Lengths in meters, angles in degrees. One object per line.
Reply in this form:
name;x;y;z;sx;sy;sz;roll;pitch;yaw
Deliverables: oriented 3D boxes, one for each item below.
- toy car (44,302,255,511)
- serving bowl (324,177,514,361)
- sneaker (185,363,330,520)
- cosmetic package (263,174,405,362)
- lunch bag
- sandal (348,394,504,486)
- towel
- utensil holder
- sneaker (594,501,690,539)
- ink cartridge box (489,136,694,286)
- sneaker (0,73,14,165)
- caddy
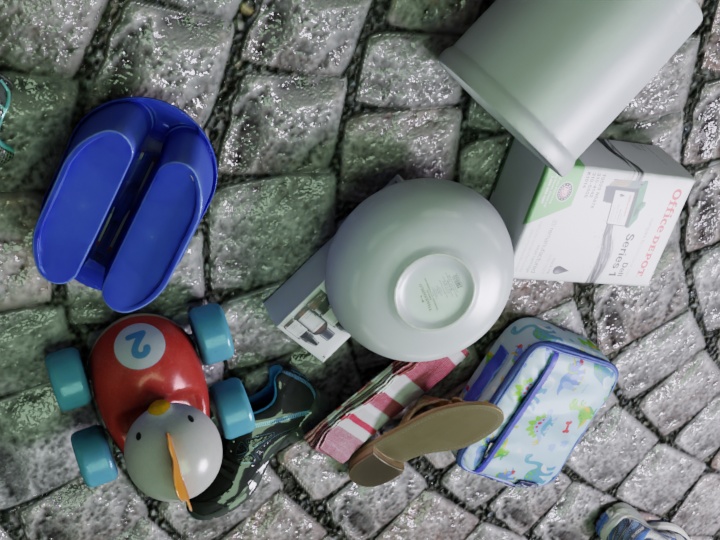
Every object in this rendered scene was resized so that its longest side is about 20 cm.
toy car;-0.192;0.149;1.281;0.184;0.200;0.177;-18;113;-12
serving bowl;0.068;0.010;1.336;0.200;0.066;0.200;-5;113;-12
sneaker;-0.129;0.187;1.446;0.200;0.073;0.082;-47;121;-2
cosmetic package;0.000;0.000;1.386;0.200;0.051;0.083;-44;130;7
lunch bag;0.199;0.162;1.575;0.161;0.082;0.200;22;109;-32
sandal;0.070;0.178;1.537;0.212;0.070;0.078;-32;127;27
towel;0.035;0.143;1.476;0.200;0.023;0.144;-40;160;2
utensil holder;0.201;-0.220;1.262;0.200;0.170;0.170;-48;129;6
sneaker;0.409;0.395;1.829;0.200;0.085;0.077;25;108;-37
ink cartridge box;0.246;-0.066;1.437;0.200;0.084;0.146;3;120;-27
sneaker;-0.341;-0.162;1.110;0.091;0.078;0.200;-21;134;-32
caddy;-0.216;-0.061;1.209;0.141;0.105;0.200;25;110;-12
